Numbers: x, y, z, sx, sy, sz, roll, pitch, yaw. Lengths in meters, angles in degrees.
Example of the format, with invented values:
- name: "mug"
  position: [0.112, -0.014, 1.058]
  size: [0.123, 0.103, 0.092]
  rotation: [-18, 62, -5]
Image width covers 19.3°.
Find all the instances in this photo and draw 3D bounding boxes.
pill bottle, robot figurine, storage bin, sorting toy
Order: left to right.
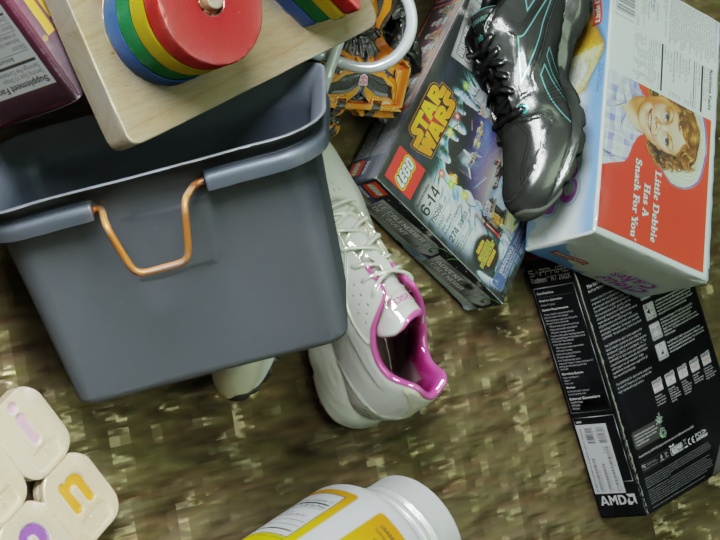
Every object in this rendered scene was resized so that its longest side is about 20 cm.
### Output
- name: "storage bin"
  position: [-0.097, -0.012, 1.160]
  size: [0.146, 0.199, 0.135]
  rotation: [-93, 167, -67]
- name: "sorting toy"
  position: [-0.080, -0.194, 1.113]
  size: [0.200, 0.069, 0.199]
  rotation: [-32, 103, -41]
- name: "pill bottle"
  position: [-0.031, 0.198, 1.246]
  size: [0.200, 0.109, 0.110]
  rotation: [-29, 102, -40]
- name: "robot figurine"
  position: [-0.007, -0.181, 1.332]
  size: [0.145, 0.058, 0.201]
  rotation: [-1, 102, -38]

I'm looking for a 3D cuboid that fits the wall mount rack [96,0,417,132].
- name: "wall mount rack"
  position: [-0.069, -0.145, 1.246]
  size: [0.199, 0.075, 0.174]
  rotation: [18, 91, -3]

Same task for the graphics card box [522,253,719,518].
- name: "graphics card box"
  position: [0.198, 0.063, 1.513]
  size: [0.125, 0.051, 0.201]
  rotation: [-24, 98, -42]

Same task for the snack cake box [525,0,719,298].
- name: "snack cake box"
  position: [0.184, -0.095, 1.457]
  size: [0.115, 0.067, 0.201]
  rotation: [22, 65, -37]

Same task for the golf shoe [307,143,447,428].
- name: "golf shoe"
  position: [0.000, 0.000, 1.317]
  size: [0.075, 0.091, 0.201]
  rotation: [-27, 102, -39]

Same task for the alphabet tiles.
- name: "alphabet tiles"
  position: [-0.217, 0.161, 1.149]
  size: [0.196, 0.015, 0.200]
  rotation: [56, 52, -21]

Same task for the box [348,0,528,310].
- name: "box"
  position: [0.080, -0.093, 1.441]
  size: [0.137, 0.040, 0.200]
  rotation: [43, 57, -28]

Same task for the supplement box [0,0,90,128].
- name: "supplement box"
  position: [-0.196, -0.191, 1.114]
  size: [0.200, 0.086, 0.110]
  rotation: [55, 52, -20]

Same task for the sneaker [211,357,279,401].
- name: "sneaker"
  position: [-0.097, -0.023, 1.264]
  size: [0.093, 0.070, 0.201]
  rotation: [5, 81, -23]

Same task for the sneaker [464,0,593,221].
- name: "sneaker"
  position: [0.103, -0.129, 1.405]
  size: [0.079, 0.075, 0.201]
  rotation: [16, 65, -25]
